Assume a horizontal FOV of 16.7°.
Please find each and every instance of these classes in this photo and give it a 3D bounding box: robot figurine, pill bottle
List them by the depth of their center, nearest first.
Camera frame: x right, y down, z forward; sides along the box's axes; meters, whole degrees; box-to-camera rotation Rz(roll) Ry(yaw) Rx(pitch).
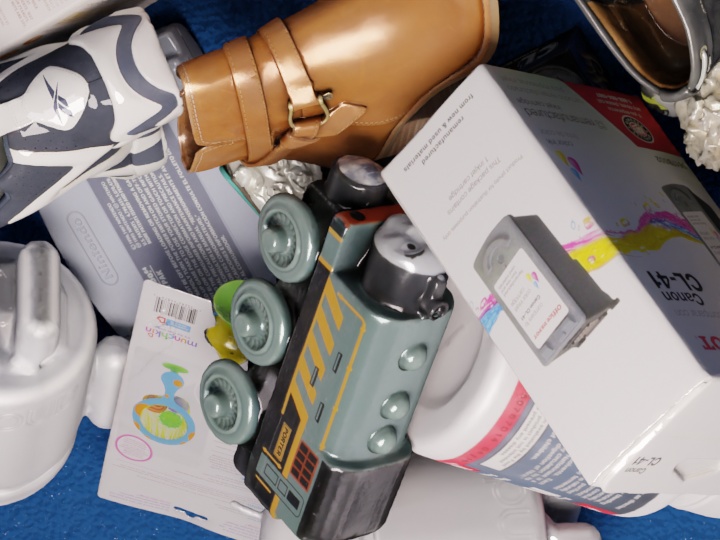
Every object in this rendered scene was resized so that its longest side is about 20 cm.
[{"bbox_3d":[0.125,0.066,1.312,0.199,0.120,0.120,19,127,-28],"label":"pill bottle"},{"bbox_3d":[0.030,0.153,1.362,0.199,0.170,0.113,-3,134,-12],"label":"robot figurine"},{"bbox_3d":[-0.216,0.062,1.426,0.169,0.113,0.200,6,145,-9],"label":"robot figurine"}]

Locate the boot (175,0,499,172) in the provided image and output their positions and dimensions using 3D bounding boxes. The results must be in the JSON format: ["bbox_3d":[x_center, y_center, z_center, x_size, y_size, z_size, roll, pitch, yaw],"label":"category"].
[{"bbox_3d":[-0.016,-0.114,1.216,0.154,0.074,0.200,-9,144,-11],"label":"boot"}]

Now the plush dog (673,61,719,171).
[{"bbox_3d":[0.259,-0.020,1.200,0.160,0.172,0.200,-19,133,22],"label":"plush dog"}]

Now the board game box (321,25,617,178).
[{"bbox_3d":[0.067,-0.033,1.357,0.200,0.035,0.136,-25,109,28],"label":"board game box"}]

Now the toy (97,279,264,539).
[{"bbox_3d":[-0.079,0.075,1.414,0.115,0.047,0.200,18,140,0],"label":"toy"}]

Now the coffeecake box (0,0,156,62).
[{"bbox_3d":[-0.149,-0.164,1.272,0.200,0.153,0.073,-26,92,27],"label":"coffeecake box"}]

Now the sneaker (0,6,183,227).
[{"bbox_3d":[-0.167,-0.071,1.266,0.129,0.199,0.080,-22,94,-12],"label":"sneaker"}]

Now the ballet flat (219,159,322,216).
[{"bbox_3d":[0.000,0.000,1.340,0.072,0.072,0.200,-25,110,27],"label":"ballet flat"}]

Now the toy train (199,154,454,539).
[{"bbox_3d":[-0.011,0.043,1.254,0.114,0.085,0.201,45,128,35],"label":"toy train"}]

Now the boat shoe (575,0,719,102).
[{"bbox_3d":[0.107,-0.166,1.140,0.072,0.068,0.200,-10,127,51],"label":"boat shoe"}]

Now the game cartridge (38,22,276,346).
[{"bbox_3d":[-0.114,-0.034,1.413,0.133,0.042,0.200,-17,112,29],"label":"game cartridge"}]

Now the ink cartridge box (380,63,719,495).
[{"bbox_3d":[0.123,0.004,1.185,0.086,0.147,0.200,-48,60,25],"label":"ink cartridge box"}]

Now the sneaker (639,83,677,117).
[{"bbox_3d":[0.189,-0.158,1.226,0.076,0.076,0.201,15,127,1],"label":"sneaker"}]
